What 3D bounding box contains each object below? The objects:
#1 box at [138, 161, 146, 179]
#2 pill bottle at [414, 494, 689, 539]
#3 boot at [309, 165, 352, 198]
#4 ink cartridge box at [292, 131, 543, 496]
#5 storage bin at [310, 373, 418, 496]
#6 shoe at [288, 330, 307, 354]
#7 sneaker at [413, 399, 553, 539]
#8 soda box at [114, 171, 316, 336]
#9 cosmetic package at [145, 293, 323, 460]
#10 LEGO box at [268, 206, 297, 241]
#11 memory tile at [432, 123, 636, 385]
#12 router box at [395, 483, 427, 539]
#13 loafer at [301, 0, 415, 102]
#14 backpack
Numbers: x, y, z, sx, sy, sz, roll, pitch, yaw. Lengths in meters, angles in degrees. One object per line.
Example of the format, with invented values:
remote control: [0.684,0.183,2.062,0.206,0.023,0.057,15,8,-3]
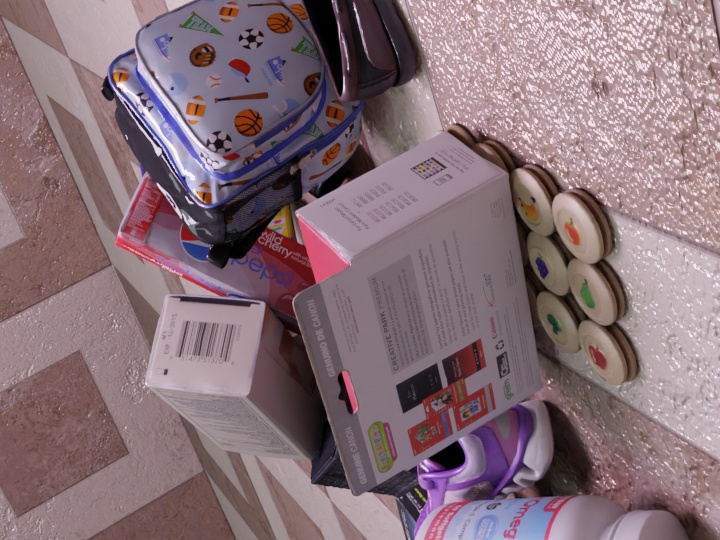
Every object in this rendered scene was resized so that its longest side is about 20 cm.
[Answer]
box: [-0.195,-0.126,1.296,0.200,0.078,0.143,116,137,-73]
pill bottle: [0.141,0.224,0.917,0.198,0.109,0.110,-14,106,42]
boot: [-0.070,-0.115,1.179,0.131,0.070,0.200,35,-168,-3]
ink cartridge box: [0.029,0.034,0.887,0.084,0.174,0.202,41,153,48]
storage bin: [0.014,0.131,1.174,0.200,0.092,0.137,120,158,-70]
shoe: [-0.093,-0.005,1.165,0.053,0.070,0.200,-20,118,44]
sneaker: [0.080,0.172,1.035,0.081,0.087,0.201,-96,25,-42]
soda box: [-0.113,-0.012,1.086,0.198,0.064,0.070,27,166,-10]
cosmetic package: [-0.107,0.101,1.127,0.200,0.102,0.089,63,-146,-63]
LEGO box: [-0.097,0.018,1.320,0.200,0.076,0.151,-106,5,-70]
memory tile: [0.119,-0.015,0.875,0.200,0.017,0.155,39,152,54]
router box: [0.114,0.341,1.362,0.150,0.062,0.202,47,157,45]
loafer: [-0.030,-0.220,0.917,0.202,0.062,0.072,61,163,4]
backpack: [-0.092,-0.141,1.011,0.201,0.189,0.154,54,156,13]
